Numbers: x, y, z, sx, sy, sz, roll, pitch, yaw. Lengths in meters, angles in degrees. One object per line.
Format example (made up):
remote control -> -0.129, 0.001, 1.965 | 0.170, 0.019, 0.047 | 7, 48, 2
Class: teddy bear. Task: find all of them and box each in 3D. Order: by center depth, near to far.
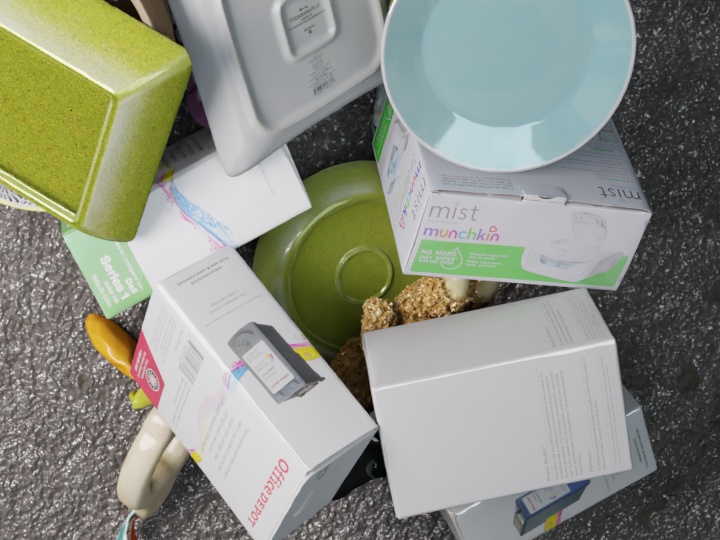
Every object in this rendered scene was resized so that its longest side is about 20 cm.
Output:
teddy bear -> 0.044, 0.049, 1.331 | 0.144, 0.067, 0.201 | -19, 153, -44

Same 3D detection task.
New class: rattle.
rattle -> -0.223, 0.166, 1.361 | 0.141, 0.131, 0.201 | 23, 123, -5

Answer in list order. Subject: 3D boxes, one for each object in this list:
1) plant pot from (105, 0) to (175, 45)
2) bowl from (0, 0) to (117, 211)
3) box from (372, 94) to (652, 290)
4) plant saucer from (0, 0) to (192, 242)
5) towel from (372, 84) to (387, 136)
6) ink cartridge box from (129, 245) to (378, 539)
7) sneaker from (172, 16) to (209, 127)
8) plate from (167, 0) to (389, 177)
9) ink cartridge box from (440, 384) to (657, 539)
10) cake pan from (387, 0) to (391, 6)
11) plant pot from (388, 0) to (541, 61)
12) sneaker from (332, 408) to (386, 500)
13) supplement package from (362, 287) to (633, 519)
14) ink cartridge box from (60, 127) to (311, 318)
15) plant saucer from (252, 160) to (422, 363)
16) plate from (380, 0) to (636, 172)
plant pot -> -0.216, -0.197, 1.150 | 0.198, 0.093, 0.203 | 16, 131, 19
bowl -> -0.270, -0.159, 1.265 | 0.198, 0.094, 0.204 | -3, 103, -12
box -> 0.126, -0.082, 1.280 | 0.197, 0.178, 0.097 | 4, 132, -16
plant saucer -> -0.242, -0.125, 1.119 | 0.198, 0.048, 0.201 | 30, 132, 3
towel -> 0.105, -0.209, 1.361 | 0.169, 0.048, 0.203 | 7, 101, -13
ink cartridge box -> -0.094, 0.105, 1.225 | 0.085, 0.148, 0.200 | -30, 72, -34
sneaker -> -0.116, -0.226, 1.295 | 0.088, 0.080, 0.203 | -11, 88, -35
plate -> -0.050, -0.199, 1.174 | 0.199, 0.032, 0.202 | -36, 128, -27
ink cartridge box -> 0.152, 0.162, 1.392 | 0.198, 0.146, 0.088 | -27, 127, -7
cake pan -> 0.009, -0.317, 1.295 | 0.197, 0.037, 0.204 | 0, 88, -1
plant pot -> 0.122, -0.255, 1.208 | 0.200, 0.187, 0.187 | -45, 107, 4
sneaker -> 0.050, 0.152, 1.332 | 0.200, 0.076, 0.088 | -43, 72, 9
supplement package -> 0.110, 0.106, 1.231 | 0.197, 0.120, 0.123 | -11, 111, 0
ink cartridge box -> -0.153, -0.056, 1.286 | 0.198, 0.145, 0.085 | -29, 107, -5
plant saucer -> 0.000, 0.000, 1.371 | 0.197, 0.031, 0.203 | -7, 113, -16
plate -> 0.113, -0.172, 1.155 | 0.197, 0.026, 0.203 | -1, 120, -1
